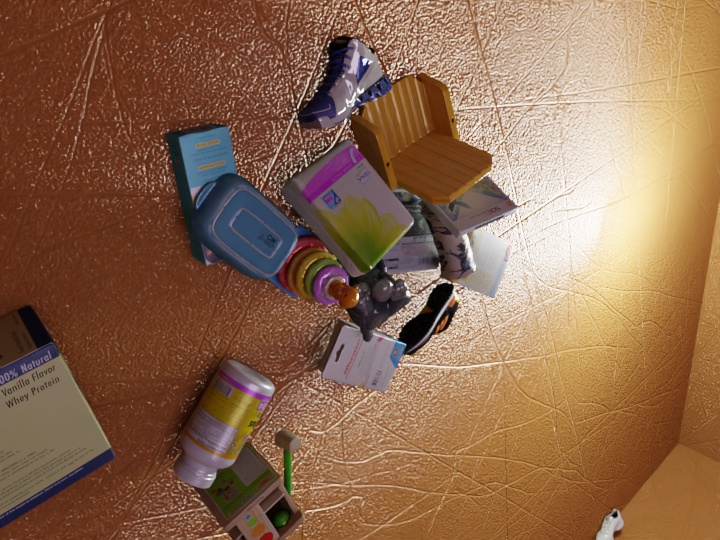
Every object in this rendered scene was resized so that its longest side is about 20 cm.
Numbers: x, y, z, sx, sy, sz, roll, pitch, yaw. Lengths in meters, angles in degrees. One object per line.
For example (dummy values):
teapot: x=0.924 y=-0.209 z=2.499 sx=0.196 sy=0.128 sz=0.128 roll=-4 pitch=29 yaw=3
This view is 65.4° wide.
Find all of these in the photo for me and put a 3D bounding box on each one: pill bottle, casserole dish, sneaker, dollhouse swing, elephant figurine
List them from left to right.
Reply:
pill bottle: x=-0.238 y=0.263 z=0.964 sx=0.104 sy=0.104 sz=0.201 roll=35 pitch=83 yaw=-43
casserole dish: x=-0.170 y=-0.061 z=0.875 sx=0.121 sy=0.039 sz=0.200 roll=-57 pitch=135 yaw=-10
sneaker: x=-0.036 y=-0.323 z=0.942 sx=0.199 sy=0.080 sz=0.116 roll=-41 pitch=126 yaw=-31
elephant figurine: x=0.000 y=0.000 z=1.071 sx=0.155 sy=0.200 sz=0.142 roll=-37 pitch=148 yaw=5
dollhouse swing: x=0.124 y=-0.247 z=1.035 sx=0.200 sy=0.175 sz=0.182 roll=-37 pitch=126 yaw=-25
sneaker: x=0.168 y=0.128 z=1.295 sx=0.200 sy=0.070 sz=0.090 roll=-52 pitch=129 yaw=-16
sneaker: x=1.132 y=1.176 z=2.571 sx=0.200 sy=0.074 sz=0.088 roll=-33 pitch=114 yaw=-36

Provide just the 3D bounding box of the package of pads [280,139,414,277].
package of pads: x=-0.016 y=-0.110 z=0.966 sx=0.200 sy=0.068 sz=0.155 roll=50 pitch=54 yaw=-7

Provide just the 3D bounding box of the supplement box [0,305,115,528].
supplement box: x=-0.463 y=0.193 z=0.715 sx=0.199 sy=0.134 sz=0.201 roll=-30 pitch=125 yaw=-29

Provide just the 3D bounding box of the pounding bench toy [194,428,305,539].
pounding bench toy: x=-0.175 y=0.420 z=1.066 sx=0.200 sy=0.124 sz=0.157 roll=-38 pitch=128 yaw=-25

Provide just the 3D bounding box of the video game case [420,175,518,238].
video game case: x=0.194 y=-0.166 z=1.129 sx=0.182 sy=0.200 sz=0.022 roll=-23 pitch=153 yaw=-34

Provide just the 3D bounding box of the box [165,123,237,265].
box: x=-0.230 y=-0.116 z=0.861 sx=0.082 sy=0.049 sz=0.201 roll=-24 pitch=121 yaw=-33

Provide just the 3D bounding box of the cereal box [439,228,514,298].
cereal box: x=0.287 y=-0.023 z=1.363 sx=0.199 sy=0.039 sz=0.145 roll=20 pitch=92 yaw=-44

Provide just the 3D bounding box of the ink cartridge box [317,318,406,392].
ink cartridge box: x=-0.008 y=0.174 z=1.157 sx=0.200 sy=0.068 sz=0.116 roll=24 pitch=89 yaw=-45

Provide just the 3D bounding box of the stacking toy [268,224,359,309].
stacking toy: x=-0.063 y=0.015 z=0.954 sx=0.116 sy=0.200 sz=0.110 roll=-54 pitch=132 yaw=-5

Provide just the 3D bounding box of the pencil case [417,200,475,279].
pencil case: x=0.187 y=-0.067 z=1.195 sx=0.078 sy=0.089 sz=0.201 roll=-36 pitch=130 yaw=-14

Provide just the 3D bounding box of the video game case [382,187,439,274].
video game case: x=0.106 y=-0.085 z=1.191 sx=0.199 sy=0.023 sz=0.183 roll=-6 pitch=111 yaw=-39
